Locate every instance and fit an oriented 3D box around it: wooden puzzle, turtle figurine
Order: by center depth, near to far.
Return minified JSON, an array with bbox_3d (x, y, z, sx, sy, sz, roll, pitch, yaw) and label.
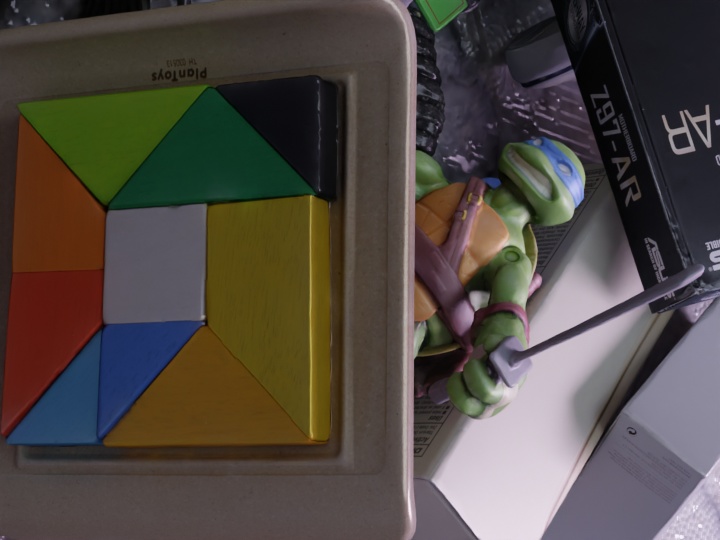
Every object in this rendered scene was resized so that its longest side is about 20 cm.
[{"bbox_3d":[-0.068,0.002,0.653,0.037,0.185,0.200,6,82,-65],"label":"wooden puzzle"},{"bbox_3d":[0.000,0.000,0.688,0.194,0.200,0.144,-41,95,2],"label":"turtle figurine"}]

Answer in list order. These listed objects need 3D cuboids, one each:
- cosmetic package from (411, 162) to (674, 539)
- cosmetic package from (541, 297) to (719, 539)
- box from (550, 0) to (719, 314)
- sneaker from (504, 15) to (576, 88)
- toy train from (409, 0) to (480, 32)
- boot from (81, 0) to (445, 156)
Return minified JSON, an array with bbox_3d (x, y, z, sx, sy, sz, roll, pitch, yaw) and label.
[{"bbox_3d":[0.063,0.044,0.814,0.073,0.103,0.200,52,56,-25],"label":"cosmetic package"},{"bbox_3d":[0.171,0.063,0.879,0.052,0.151,0.200,39,54,10],"label":"cosmetic package"},{"bbox_3d":[0.204,-0.081,0.818,0.200,0.044,0.160,-13,81,-19],"label":"box"},{"bbox_3d":[0.156,-0.116,0.934,0.200,0.073,0.071,-23,97,-41],"label":"sneaker"},{"bbox_3d":[-0.005,-0.199,0.827,0.056,0.042,0.200,-43,113,-25],"label":"toy train"},{"bbox_3d":[-0.032,-0.138,0.765,0.158,0.079,0.211,12,87,-33],"label":"boot"}]
